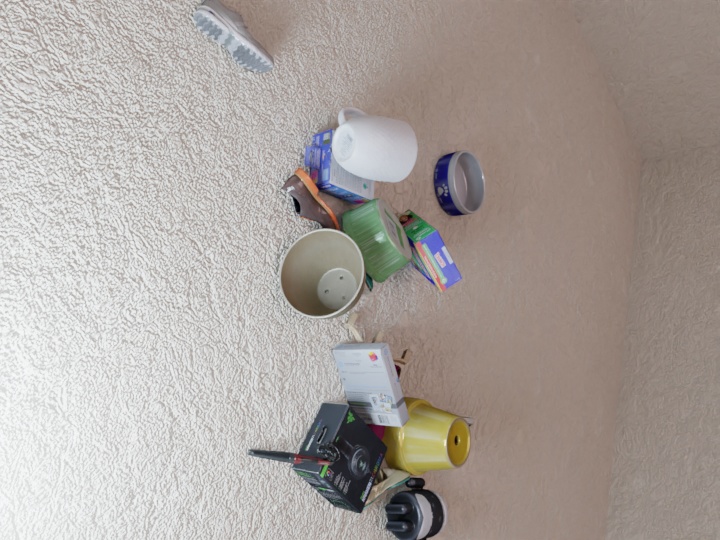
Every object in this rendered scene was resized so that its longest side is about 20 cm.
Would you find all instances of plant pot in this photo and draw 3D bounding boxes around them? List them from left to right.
[{"bbox_3d":[0.187,0.449,1.594,0.199,0.186,0.205,8,79,-49],"label":"plant pot"}]

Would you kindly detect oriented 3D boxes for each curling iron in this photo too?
[{"bbox_3d":[-0.141,0.391,1.271,0.196,0.026,0.051,4,65,-13],"label":"curling iron"}]

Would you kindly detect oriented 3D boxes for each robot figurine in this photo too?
[{"bbox_3d":[0.147,0.649,1.580,0.198,0.124,0.152,17,103,-47],"label":"robot figurine"}]

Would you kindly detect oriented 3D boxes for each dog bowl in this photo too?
[{"bbox_3d":[0.320,-0.279,1.910,0.198,0.078,0.205,6,82,-49],"label":"dog bowl"}]

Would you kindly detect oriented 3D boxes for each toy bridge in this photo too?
[{"bbox_3d":[0.038,0.185,1.512,0.198,0.027,0.068,34,58,-12],"label":"toy bridge"}]

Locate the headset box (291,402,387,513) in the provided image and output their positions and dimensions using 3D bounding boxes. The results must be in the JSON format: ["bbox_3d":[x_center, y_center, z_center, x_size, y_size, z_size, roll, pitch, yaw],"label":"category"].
[{"bbox_3d":[-0.048,0.432,1.394,0.201,0.092,0.176,53,49,-31],"label":"headset box"}]

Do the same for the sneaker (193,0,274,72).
[{"bbox_3d":[-0.254,-0.504,1.263,0.199,0.074,0.083,35,62,-41],"label":"sneaker"}]

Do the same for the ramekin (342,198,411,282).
[{"bbox_3d":[0.047,-0.081,1.491,0.201,0.097,0.202,52,21,-29],"label":"ramekin"}]

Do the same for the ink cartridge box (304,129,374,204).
[{"bbox_3d":[-0.052,-0.257,1.474,0.198,0.075,0.140,16,73,-49],"label":"ink cartridge box"}]

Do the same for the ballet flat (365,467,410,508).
[{"bbox_3d":[0.047,0.540,1.511,0.198,0.069,0.071,-17,99,-41],"label":"ballet flat"}]

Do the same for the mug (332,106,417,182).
[{"bbox_3d":[0.015,-0.311,1.415,0.173,0.148,0.202,-2,56,-42],"label":"mug"}]

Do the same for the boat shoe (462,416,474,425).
[{"bbox_3d":[0.269,0.473,1.784,0.197,0.070,0.065,7,80,-41],"label":"boat shoe"}]

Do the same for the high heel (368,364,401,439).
[{"bbox_3d":[0.064,0.342,1.529,0.067,0.095,0.205,-4,89,-53],"label":"high heel"}]

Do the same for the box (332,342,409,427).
[{"bbox_3d":[0.024,0.277,1.447,0.041,0.154,0.204,-32,109,-48],"label":"box"}]

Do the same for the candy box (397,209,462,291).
[{"bbox_3d":[0.176,-0.057,1.628,0.076,0.200,0.171,-34,117,-5],"label":"candy box"}]

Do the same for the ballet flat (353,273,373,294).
[{"bbox_3d":[0.000,0.000,1.506,0.201,0.071,0.073,-78,145,-62],"label":"ballet flat"}]

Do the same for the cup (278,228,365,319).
[{"bbox_3d":[-0.071,0.024,1.361,0.143,0.196,0.204,51,45,-68],"label":"cup"}]

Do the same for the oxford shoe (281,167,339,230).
[{"bbox_3d":[-0.117,-0.145,1.409,0.072,0.071,0.201,-42,124,-11],"label":"oxford shoe"}]
